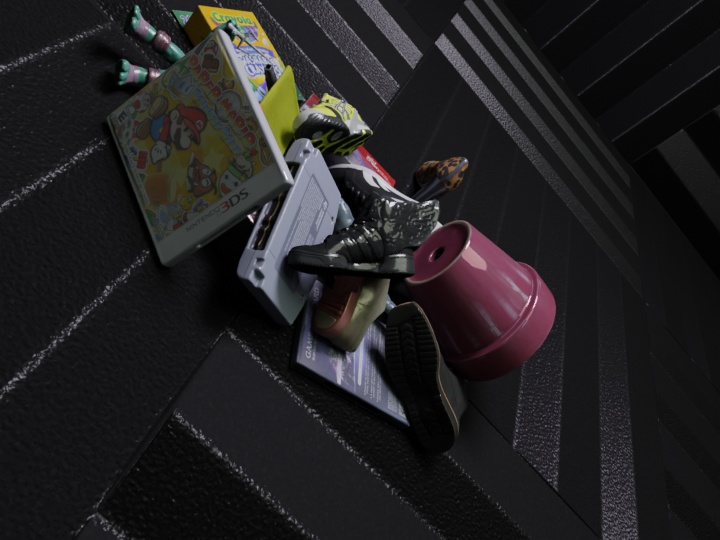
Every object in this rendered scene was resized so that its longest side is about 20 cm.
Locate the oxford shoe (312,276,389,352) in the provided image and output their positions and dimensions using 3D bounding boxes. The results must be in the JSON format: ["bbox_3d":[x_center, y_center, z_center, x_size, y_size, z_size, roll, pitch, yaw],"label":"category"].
[{"bbox_3d":[0.009,0.013,0.856,0.074,0.070,0.202,45,68,-37],"label":"oxford shoe"}]

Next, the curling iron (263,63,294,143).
[{"bbox_3d":[-0.114,-0.219,0.909,0.201,0.025,0.051,75,2,-67],"label":"curling iron"}]

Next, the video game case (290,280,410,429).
[{"bbox_3d":[-0.006,0.112,0.870,0.198,0.019,0.145,34,40,-27],"label":"video game case"}]

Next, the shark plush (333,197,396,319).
[{"bbox_3d":[0.000,0.000,0.905,0.090,0.083,0.202,-13,69,-53],"label":"shark plush"}]

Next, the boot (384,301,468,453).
[{"bbox_3d":[0.099,0.136,0.911,0.138,0.076,0.205,-24,102,-66],"label":"boot"}]

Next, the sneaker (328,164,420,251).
[{"bbox_3d":[0.009,-0.094,0.948,0.197,0.074,0.112,26,28,12],"label":"sneaker"}]

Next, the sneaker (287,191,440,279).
[{"bbox_3d":[0.006,-0.047,0.788,0.195,0.060,0.107,5,80,-21],"label":"sneaker"}]

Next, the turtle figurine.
[{"bbox_3d":[-0.217,-0.259,0.848,0.197,0.100,0.153,13,68,-33],"label":"turtle figurine"}]

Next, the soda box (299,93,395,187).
[{"bbox_3d":[-0.036,-0.182,1.035,0.200,0.063,0.070,46,36,-15],"label":"soda box"}]

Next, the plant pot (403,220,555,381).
[{"bbox_3d":[0.164,0.034,0.964,0.179,0.198,0.202,46,35,-23],"label":"plant pot"}]

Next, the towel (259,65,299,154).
[{"bbox_3d":[-0.109,-0.182,0.811,0.202,0.018,0.087,-73,163,-50],"label":"towel"}]

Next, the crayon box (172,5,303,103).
[{"bbox_3d":[-0.187,-0.332,0.989,0.202,0.051,0.125,58,35,5],"label":"crayon box"}]

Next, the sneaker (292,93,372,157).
[{"bbox_3d":[-0.052,-0.210,0.919,0.077,0.075,0.200,56,20,5],"label":"sneaker"}]

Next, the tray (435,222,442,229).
[{"bbox_3d":[0.061,-0.070,1.049,0.106,0.023,0.199,26,29,19],"label":"tray"}]

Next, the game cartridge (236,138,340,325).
[{"bbox_3d":[-0.082,-0.043,0.798,0.134,0.040,0.203,58,45,-52],"label":"game cartridge"}]

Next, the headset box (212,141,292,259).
[{"bbox_3d":[-0.156,-0.119,0.828,0.150,0.075,0.200,52,34,-4],"label":"headset box"}]

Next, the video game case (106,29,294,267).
[{"bbox_3d":[-0.186,-0.136,0.718,0.203,0.180,0.023,64,17,14],"label":"video game case"}]

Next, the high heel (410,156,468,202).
[{"bbox_3d":[0.167,-0.191,1.216,0.072,0.142,0.201,46,36,-10],"label":"high heel"}]
